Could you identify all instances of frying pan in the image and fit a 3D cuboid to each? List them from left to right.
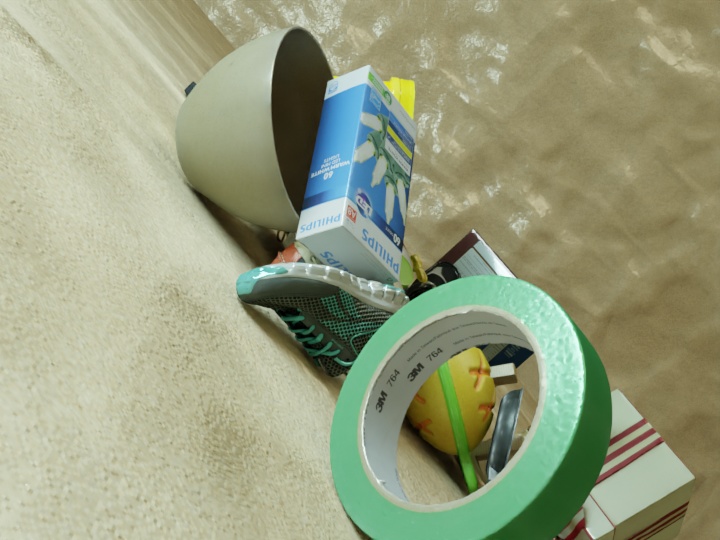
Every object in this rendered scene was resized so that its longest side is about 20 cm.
[{"bbox_3d":[0.148,0.217,0.928,0.030,0.193,0.115,13,-24,11],"label":"frying pan"}]

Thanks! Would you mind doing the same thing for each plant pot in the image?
[{"bbox_3d":[-0.109,-0.134,0.878,0.200,0.132,0.205,-4,90,-72],"label":"plant pot"}]

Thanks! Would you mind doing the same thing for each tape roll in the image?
[{"bbox_3d":[0.070,0.101,0.591,0.048,0.200,0.201,41,10,-39],"label":"tape roll"}]

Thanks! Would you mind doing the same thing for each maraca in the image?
[{"bbox_3d":[0.102,0.153,0.964,0.137,0.105,0.204,-81,156,-78],"label":"maraca"}]

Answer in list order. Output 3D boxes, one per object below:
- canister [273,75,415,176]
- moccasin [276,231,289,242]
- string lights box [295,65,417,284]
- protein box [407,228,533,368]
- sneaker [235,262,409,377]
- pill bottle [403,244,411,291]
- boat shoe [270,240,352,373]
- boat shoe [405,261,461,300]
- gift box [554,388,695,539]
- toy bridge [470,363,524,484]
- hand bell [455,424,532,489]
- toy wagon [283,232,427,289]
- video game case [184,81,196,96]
[{"bbox_3d":[-0.042,-0.156,1.008,0.196,0.152,0.087,5,-6,-5],"label":"canister"},{"bbox_3d":[-0.065,-0.046,1.073,0.203,0.077,0.073,54,38,0],"label":"moccasin"},{"bbox_3d":[0.001,-0.093,0.869,0.103,0.058,0.203,42,45,-42],"label":"string lights box"},{"bbox_3d":[0.156,0.083,1.251,0.135,0.200,0.198,52,7,28],"label":"protein box"},{"bbox_3d":[-0.029,0.049,0.779,0.198,0.093,0.077,16,-17,-42],"label":"sneaker"},{"bbox_3d":[0.013,-0.008,1.192,0.113,0.112,0.200,48,7,-11],"label":"pill bottle"},{"bbox_3d":[-0.019,0.049,0.883,0.200,0.062,0.071,48,5,-28],"label":"boat shoe"},{"bbox_3d":[0.084,0.048,1.093,0.071,0.068,0.200,34,45,8],"label":"boat shoe"},{"bbox_3d":[0.304,0.282,1.136,0.185,0.184,0.202,52,-17,45],"label":"gift box"},{"bbox_3d":[0.164,0.212,1.019,0.027,0.066,0.203,56,27,-56],"label":"toy bridge"},{"bbox_3d":[0.222,0.197,1.063,0.104,0.199,0.104,48,6,-7],"label":"hand bell"},{"bbox_3d":[0.000,0.000,1.011,0.198,0.039,0.157,6,59,-45],"label":"toy wagon"},{"bbox_3d":[-0.170,-0.171,1.263,0.181,0.025,0.201,44,8,-43],"label":"video game case"}]
